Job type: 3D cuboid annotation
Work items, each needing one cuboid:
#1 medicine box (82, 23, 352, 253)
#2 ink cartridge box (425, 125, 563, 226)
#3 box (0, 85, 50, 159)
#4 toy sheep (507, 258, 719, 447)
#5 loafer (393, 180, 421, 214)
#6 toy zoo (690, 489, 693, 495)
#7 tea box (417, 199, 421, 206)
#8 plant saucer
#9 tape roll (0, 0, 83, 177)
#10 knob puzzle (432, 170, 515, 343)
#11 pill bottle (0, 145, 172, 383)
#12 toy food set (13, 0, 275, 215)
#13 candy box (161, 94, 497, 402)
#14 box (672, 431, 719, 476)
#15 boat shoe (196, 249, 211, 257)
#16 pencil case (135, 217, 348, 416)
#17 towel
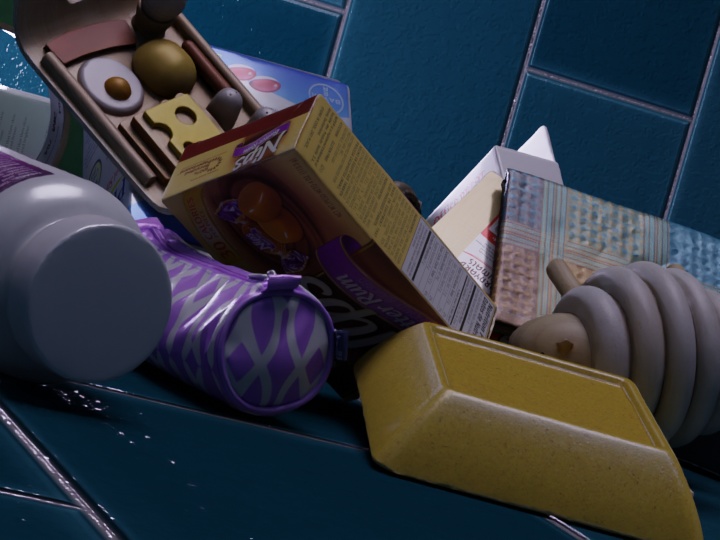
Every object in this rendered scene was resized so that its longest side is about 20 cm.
[{"bbox_3d":[-0.103,-0.056,1.710,0.181,0.103,0.201,14,47,-21],"label":"medicine box"},{"bbox_3d":[0.112,-0.014,1.874,0.066,0.116,0.201,12,50,-31],"label":"ink cartridge box"},{"bbox_3d":[-0.314,-0.091,1.906,0.097,0.125,0.199,19,4,40],"label":"box"},{"bbox_3d":[0.190,0.055,1.555,0.198,0.139,0.138,-2,9,-19],"label":"toy sheep"},{"bbox_3d":[0.000,0.000,1.776,0.067,0.076,0.201,20,-36,10],"label":"loafer"},{"bbox_3d":[0.102,0.112,1.494,0.198,0.021,0.131,16,4,-8],"label":"toy zoo"},{"bbox_3d":[-0.088,-0.032,1.937,0.199,0.135,0.197,14,3,-24],"label":"tea box"},{"bbox_3d":[0.101,0.088,1.394,0.198,0.049,0.200,15,13,-8],"label":"plant saucer"},{"bbox_3d":[-0.296,-0.118,1.778,0.199,0.202,0.048,15,4,-22],"label":"tape roll"},{"bbox_3d":[0.105,0.045,1.643,0.218,0.221,0.031,15,-39,-14],"label":"knob puzzle"},{"bbox_3d":[-0.181,-0.002,1.263,0.112,0.113,0.200,14,4,-33],"label":"pill bottle"},{"bbox_3d":[-0.131,-0.137,1.642,0.143,0.061,0.200,-27,70,-43],"label":"toy food set"},{"bbox_3d":[-0.018,-0.010,1.482,0.116,0.057,0.200,-17,-55,36],"label":"candy box"},{"bbox_3d":[0.297,0.094,1.847,0.198,0.124,0.199,21,6,40],"label":"box"},{"bbox_3d":[-0.172,0.001,1.558,0.198,0.071,0.064,11,11,-7],"label":"boat shoe"},{"bbox_3d":[-0.093,0.027,1.414,0.083,0.086,0.199,-12,16,-30],"label":"pencil case"},{"bbox_3d":[0.187,0.014,1.671,0.198,0.148,0.022,18,-39,-10],"label":"towel"}]
